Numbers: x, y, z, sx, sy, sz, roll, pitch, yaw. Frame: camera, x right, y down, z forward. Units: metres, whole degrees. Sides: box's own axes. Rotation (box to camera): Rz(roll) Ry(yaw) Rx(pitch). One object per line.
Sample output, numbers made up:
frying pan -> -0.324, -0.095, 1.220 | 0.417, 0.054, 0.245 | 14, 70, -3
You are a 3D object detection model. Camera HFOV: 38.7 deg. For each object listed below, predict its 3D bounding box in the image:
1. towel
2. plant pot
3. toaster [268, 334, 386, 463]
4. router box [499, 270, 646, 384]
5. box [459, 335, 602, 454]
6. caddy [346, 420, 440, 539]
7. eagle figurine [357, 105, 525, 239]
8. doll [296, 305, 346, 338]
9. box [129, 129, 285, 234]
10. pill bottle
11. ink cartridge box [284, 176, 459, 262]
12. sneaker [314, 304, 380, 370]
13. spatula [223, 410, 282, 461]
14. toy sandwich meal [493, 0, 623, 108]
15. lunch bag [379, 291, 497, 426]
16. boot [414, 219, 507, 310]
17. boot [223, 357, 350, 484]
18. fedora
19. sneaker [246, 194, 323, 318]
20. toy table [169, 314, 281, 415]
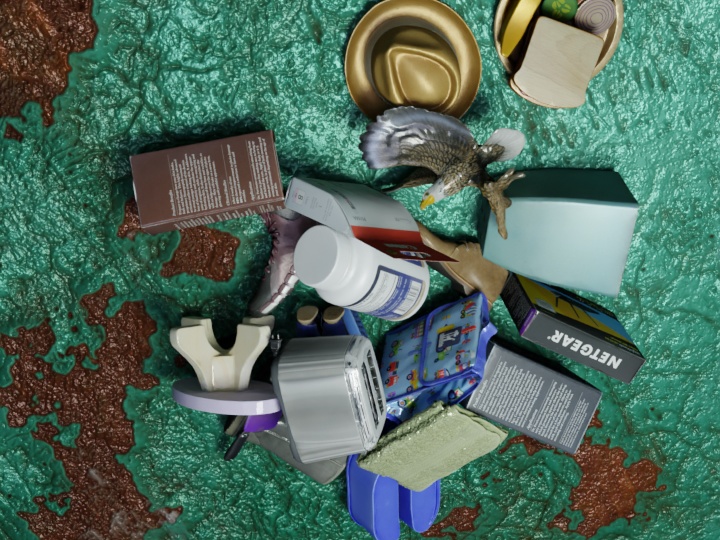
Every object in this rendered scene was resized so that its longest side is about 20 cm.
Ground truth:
towel -> 0.103, 0.259, 1.498 | 0.148, 0.037, 0.199 | 29, 130, -36
plant pot -> 0.273, -0.064, 1.472 | 0.197, 0.142, 0.143 | 6, 114, -3
toaster -> -0.042, 0.168, 1.426 | 0.127, 0.114, 0.203 | -8, 110, 16
router box -> 0.313, 0.080, 1.536 | 0.198, 0.150, 0.051 | 23, 111, -18
box -> 0.238, 0.177, 1.560 | 0.198, 0.148, 0.108 | 24, 94, -17
caddy -> 0.049, 0.339, 1.650 | 0.140, 0.105, 0.203 | -15, 119, -27
eagle figurine -> 0.110, -0.137, 1.378 | 0.150, 0.199, 0.154 | -18, 129, -47
doll -> -0.045, 0.151, 1.511 | 0.134, 0.049, 0.203 | 0, 118, 7
box -> -0.205, -0.118, 1.395 | 0.197, 0.075, 0.102 | -10, 83, -4
pill bottle -> 0.000, 0.000, 1.432 | 0.199, 0.111, 0.111 | 19, 115, -50
ink cartridge box -> 0.022, -0.069, 1.368 | 0.161, 0.198, 0.058 | 2, 106, -52
sneaker -> -0.016, 0.140, 1.570 | 0.077, 0.070, 0.202 | -19, 111, 8
spatula -> -0.168, 0.247, 1.545 | 0.056, 0.021, 0.200 | -3, 153, -29
toy sandwich meal -> 0.270, -0.321, 1.385 | 0.202, 0.070, 0.208 | -3, 115, -6
lunch bag -> 0.123, 0.130, 1.496 | 0.094, 0.152, 0.199 | 39, 129, -22
boot -> 0.140, -0.024, 1.519 | 0.199, 0.073, 0.076 | 40, 86, -27
boot -> -0.092, 0.237, 1.599 | 0.198, 0.073, 0.182 | 31, 122, -13
fedora -> 0.075, -0.265, 1.377 | 0.197, 0.082, 0.204 | -3, 115, -6
sneaker -> -0.124, -0.037, 1.473 | 0.115, 0.076, 0.201 | 39, 95, -16
toy table -> -0.191, 0.131, 1.472 | 0.197, 0.183, 0.119 | 2, 96, 32
